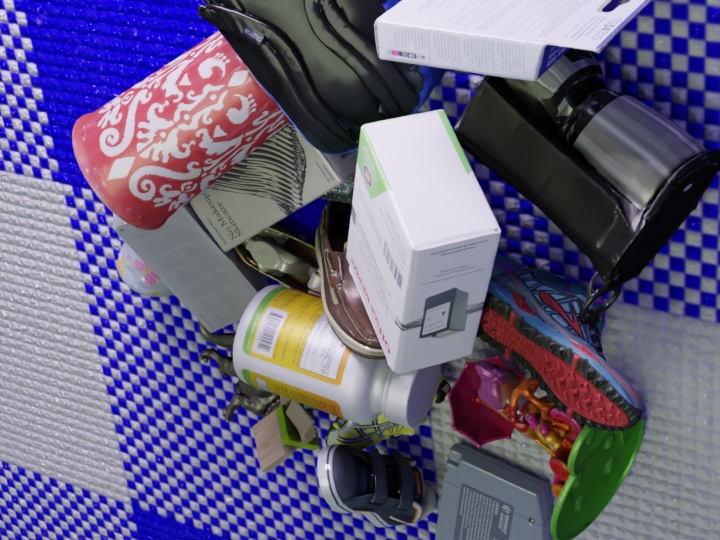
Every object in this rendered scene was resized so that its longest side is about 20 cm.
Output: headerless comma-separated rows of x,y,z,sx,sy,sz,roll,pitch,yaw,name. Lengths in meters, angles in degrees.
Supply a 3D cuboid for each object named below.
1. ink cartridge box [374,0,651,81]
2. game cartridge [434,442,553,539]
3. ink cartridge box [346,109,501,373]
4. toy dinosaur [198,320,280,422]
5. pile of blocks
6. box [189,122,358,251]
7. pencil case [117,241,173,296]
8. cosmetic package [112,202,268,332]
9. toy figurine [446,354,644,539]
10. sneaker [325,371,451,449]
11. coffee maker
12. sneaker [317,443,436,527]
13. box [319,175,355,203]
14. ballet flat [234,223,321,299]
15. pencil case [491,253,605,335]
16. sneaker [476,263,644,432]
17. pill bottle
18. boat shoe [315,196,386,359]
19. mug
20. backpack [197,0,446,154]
0.145,-0.216,1.233,0.200,0.196,0.043,15,127,29,ink cartridge box
0.151,0.297,1.675,0.133,0.040,0.200,25,130,25,game cartridge
0.052,-0.023,1.350,0.200,0.084,0.146,97,156,-55,ink cartridge box
-0.125,0.121,1.749,0.102,0.077,0.200,-14,105,28,toy dinosaur
-0.045,0.143,1.659,0.200,0.062,0.082,-60,41,18,pile of blocks
-0.085,-0.097,1.513,0.200,0.068,0.082,-29,99,44,box
-0.218,-0.060,1.676,0.091,0.083,0.200,25,132,3,pencil case
-0.183,-0.018,1.627,0.082,0.051,0.200,-24,135,13,cosmetic package
0.167,0.150,1.493,0.184,0.150,0.200,33,159,28,toy figurine
0.027,0.162,1.650,0.076,0.075,0.200,43,135,6,sneaker
0.182,-0.090,1.303,0.200,0.135,0.192,43,100,21,coffee maker
0.022,0.236,1.655,0.079,0.200,0.079,-13,67,21,sneaker
-0.059,-0.145,1.538,0.200,0.038,0.137,10,123,31,box
-0.056,0.003,1.606,0.200,0.065,0.071,23,106,20,ballet flat
0.138,0.031,1.477,0.200,0.085,0.093,25,110,22,pencil case
0.194,0.060,1.356,0.200,0.095,0.079,43,148,26,sneaker
-0.022,0.094,1.545,0.200,0.111,0.111,18,127,23,pill bottle
-0.006,0.001,1.502,0.202,0.075,0.075,-115,25,-44,boat shoe
-0.162,-0.159,1.456,0.200,0.178,0.133,-32,118,24,mug
-0.011,-0.224,1.358,0.162,0.168,0.200,-29,101,33,backpack
